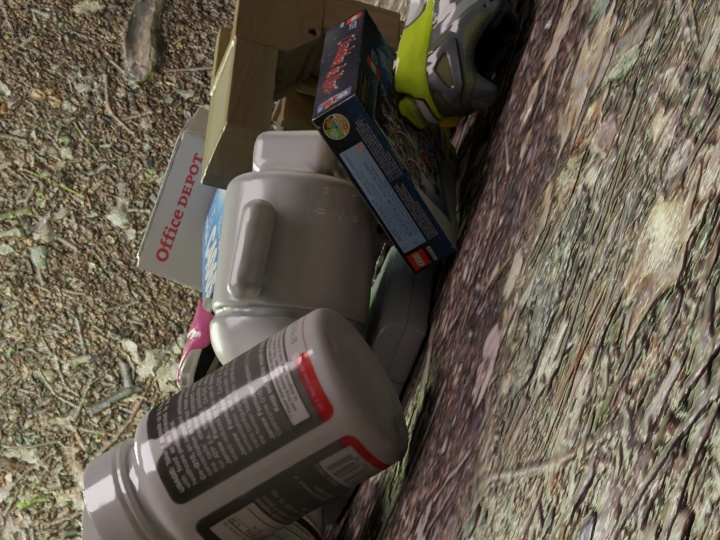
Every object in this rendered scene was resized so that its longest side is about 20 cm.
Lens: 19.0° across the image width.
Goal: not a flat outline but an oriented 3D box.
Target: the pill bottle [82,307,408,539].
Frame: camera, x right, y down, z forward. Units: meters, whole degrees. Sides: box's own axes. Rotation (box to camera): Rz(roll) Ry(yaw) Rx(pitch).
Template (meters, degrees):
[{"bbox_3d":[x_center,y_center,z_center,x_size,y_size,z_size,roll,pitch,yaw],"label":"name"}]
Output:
[{"bbox_3d":[-0.078,0.121,1.425,0.199,0.114,0.114,-31,19,14],"label":"pill bottle"}]

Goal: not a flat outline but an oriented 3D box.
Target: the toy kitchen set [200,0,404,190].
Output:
[{"bbox_3d":[-0.037,-0.117,1.861,0.164,0.199,0.181,118,161,-48],"label":"toy kitchen set"}]

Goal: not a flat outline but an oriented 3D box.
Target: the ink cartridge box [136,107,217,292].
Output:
[{"bbox_3d":[-0.089,-0.044,1.995,0.086,0.199,0.148,-69,2,-69],"label":"ink cartridge box"}]

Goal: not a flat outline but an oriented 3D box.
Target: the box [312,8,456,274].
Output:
[{"bbox_3d":[0.021,-0.098,1.574,0.038,0.137,0.200,-29,19,14],"label":"box"}]

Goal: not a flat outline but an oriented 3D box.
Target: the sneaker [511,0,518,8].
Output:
[{"bbox_3d":[0.083,-0.234,1.668,0.072,0.079,0.201,118,167,-54],"label":"sneaker"}]

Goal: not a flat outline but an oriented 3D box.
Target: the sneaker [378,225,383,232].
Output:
[{"bbox_3d":[0.006,-0.048,1.854,0.200,0.083,0.077,92,160,-63],"label":"sneaker"}]

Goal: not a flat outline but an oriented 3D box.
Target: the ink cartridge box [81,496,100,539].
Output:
[{"bbox_3d":[-0.136,0.216,1.677,0.200,0.083,0.146,-9,-74,-68],"label":"ink cartridge box"}]

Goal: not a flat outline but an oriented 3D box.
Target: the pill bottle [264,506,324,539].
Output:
[{"bbox_3d":[-0.081,0.230,1.504,0.200,0.113,0.115,-82,13,-59],"label":"pill bottle"}]

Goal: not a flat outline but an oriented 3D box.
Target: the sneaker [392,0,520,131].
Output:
[{"bbox_3d":[0.080,-0.199,1.573,0.074,0.080,0.202,35,-122,-61],"label":"sneaker"}]

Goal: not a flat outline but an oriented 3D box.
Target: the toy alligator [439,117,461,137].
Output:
[{"bbox_3d":[0.051,-0.141,1.752,0.200,0.054,0.060,134,147,-78],"label":"toy alligator"}]

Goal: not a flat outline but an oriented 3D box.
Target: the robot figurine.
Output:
[{"bbox_3d":[-0.047,0.003,1.538,0.169,0.112,0.202,24,-110,-60],"label":"robot figurine"}]

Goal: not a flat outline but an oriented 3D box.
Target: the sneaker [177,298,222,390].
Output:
[{"bbox_3d":[-0.083,0.082,1.657,0.200,0.087,0.074,75,-148,-64],"label":"sneaker"}]

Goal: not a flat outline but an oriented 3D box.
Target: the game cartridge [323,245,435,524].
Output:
[{"bbox_3d":[0.003,0.086,1.593,0.134,0.040,0.201,-86,16,-54],"label":"game cartridge"}]

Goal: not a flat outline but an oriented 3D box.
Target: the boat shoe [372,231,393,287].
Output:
[{"bbox_3d":[0.000,0.000,1.751,0.200,0.060,0.074,-150,76,-84],"label":"boat shoe"}]

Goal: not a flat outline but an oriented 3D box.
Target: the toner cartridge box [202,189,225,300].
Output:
[{"bbox_3d":[-0.102,-0.033,1.847,0.200,0.043,0.096,-99,31,-66],"label":"toner cartridge box"}]
